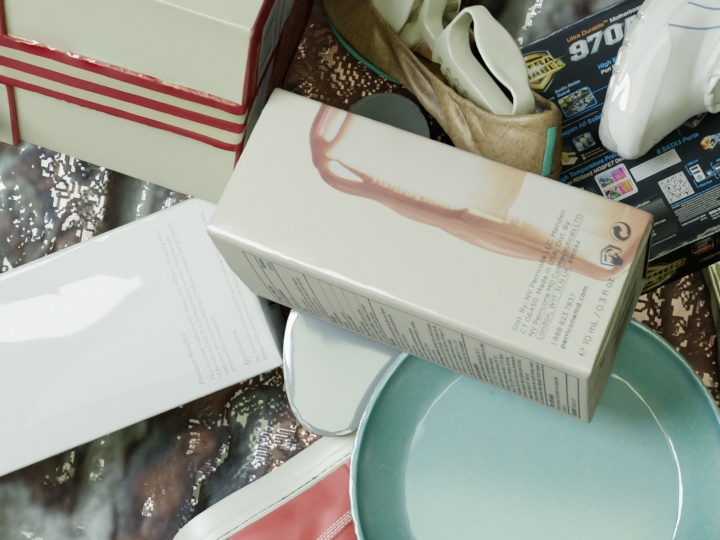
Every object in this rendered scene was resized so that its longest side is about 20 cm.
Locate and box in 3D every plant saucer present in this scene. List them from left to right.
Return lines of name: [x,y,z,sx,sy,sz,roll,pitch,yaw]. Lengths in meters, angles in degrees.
plant saucer: [0.095,0.114,0.683,0.199,0.036,0.201,-2,77,7]

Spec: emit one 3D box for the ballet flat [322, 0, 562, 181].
ballet flat: [0.048,-0.123,0.721,0.068,0.073,0.200,-15,52,-29]

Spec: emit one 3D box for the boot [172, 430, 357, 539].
boot: [0.014,0.160,0.738,0.200,0.072,0.144,-33,73,-14]

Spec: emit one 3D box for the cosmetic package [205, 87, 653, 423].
cosmetic package: [0.037,-0.007,0.651,0.199,0.103,0.088,20,76,15]

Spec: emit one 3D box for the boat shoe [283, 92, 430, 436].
boat shoe: [-0.003,-0.001,0.752,0.073,0.068,0.200,6,77,-2]

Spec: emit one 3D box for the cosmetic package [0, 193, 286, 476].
cosmetic package: [-0.150,0.039,0.768,0.199,0.081,0.113,-20,90,4]

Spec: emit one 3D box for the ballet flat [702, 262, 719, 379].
ballet flat: [0.230,-0.006,0.754,0.069,0.069,0.201,-14,90,3]

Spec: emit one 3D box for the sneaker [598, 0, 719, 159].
sneaker: [0.206,-0.128,0.682,0.200,0.075,0.087,-44,68,-7]

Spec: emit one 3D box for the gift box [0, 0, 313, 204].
gift box: [-0.128,-0.155,0.680,0.186,0.185,0.201,19,54,1]

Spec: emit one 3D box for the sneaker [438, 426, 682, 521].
sneaker: [0.143,0.112,0.729,0.199,0.082,0.077,8,79,-15]

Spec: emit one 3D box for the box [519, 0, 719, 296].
box: [0.187,-0.087,0.733,0.199,0.046,0.159,-25,63,3]
